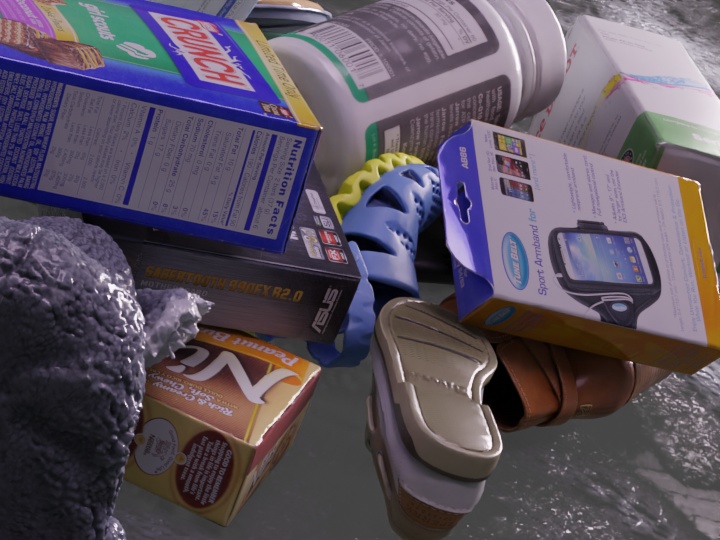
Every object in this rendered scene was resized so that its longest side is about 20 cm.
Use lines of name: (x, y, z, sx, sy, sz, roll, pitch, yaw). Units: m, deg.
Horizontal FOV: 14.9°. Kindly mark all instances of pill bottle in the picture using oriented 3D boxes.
pill bottle: (0.029, -0.117, 1.738, 0.200, 0.113, 0.113, -22, 47, -37)

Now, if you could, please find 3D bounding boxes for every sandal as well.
sandal: (0.000, 0.000, 1.619, 0.087, 0.080, 0.200, 33, 43, 15)

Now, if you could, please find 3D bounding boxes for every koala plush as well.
koala plush: (-0.157, 0.034, 1.292, 0.177, 0.184, 0.200, 23, 24, 2)

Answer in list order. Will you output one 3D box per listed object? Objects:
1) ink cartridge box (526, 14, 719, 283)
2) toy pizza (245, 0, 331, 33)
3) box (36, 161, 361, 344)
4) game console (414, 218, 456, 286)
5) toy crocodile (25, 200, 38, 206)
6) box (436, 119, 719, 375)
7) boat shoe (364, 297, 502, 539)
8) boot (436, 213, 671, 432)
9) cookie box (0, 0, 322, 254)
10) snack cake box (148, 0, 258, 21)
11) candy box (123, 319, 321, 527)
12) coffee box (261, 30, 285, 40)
ink cartridge box: (0.176, -0.058, 1.806, 0.087, 0.145, 0.200, 12, 25, -20)
toy pizza: (-0.119, -0.172, 1.815, 0.200, 0.032, 0.200, -2, 0, 0)
box: (-0.100, -0.046, 1.515, 0.158, 0.048, 0.200, 11, 31, -23)
game console: (-0.037, -0.047, 1.759, 0.200, 0.031, 0.177, 4, 35, -33)
toy crocodile: (-0.187, -0.091, 1.663, 0.062, 0.068, 0.200, 4, 27, -29)
box: (0.121, -0.014, 1.610, 0.200, 0.041, 0.119, 13, 57, -30)
boat shoe: (0.032, 0.079, 1.496, 0.075, 0.068, 0.200, 21, 21, -8)
boot: (0.081, 0.019, 1.658, 0.155, 0.077, 0.200, -17, 59, -46)
cookie box: (-0.138, -0.090, 1.408, 0.200, 0.075, 0.171, 12, 19, -20)
snack cake box: (-0.149, -0.184, 1.670, 0.067, 0.115, 0.200, 34, 4, -40)
candy box: (-0.133, 0.050, 1.435, 0.200, 0.055, 0.115, 25, 25, 7)
coffee box: (-0.048, -0.128, 1.831, 0.200, 0.044, 0.123, 5, -3, -35)
